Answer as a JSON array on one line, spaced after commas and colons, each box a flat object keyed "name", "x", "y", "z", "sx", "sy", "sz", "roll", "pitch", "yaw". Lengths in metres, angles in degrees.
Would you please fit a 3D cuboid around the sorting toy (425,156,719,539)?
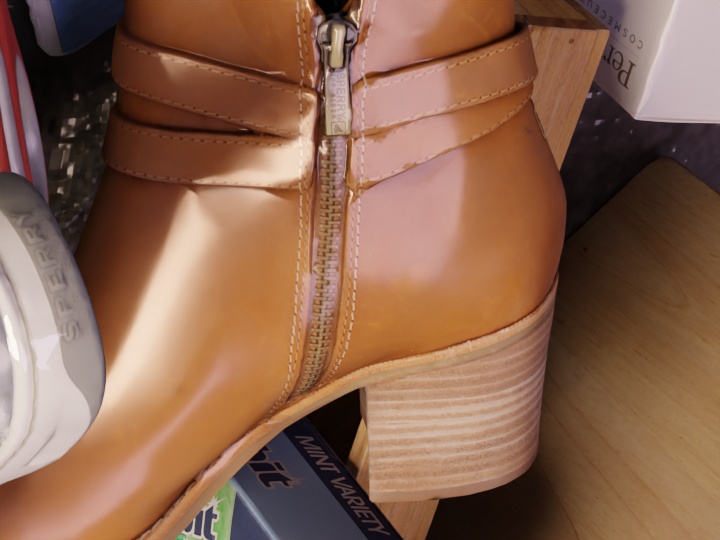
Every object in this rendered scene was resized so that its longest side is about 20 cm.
[{"name": "sorting toy", "x": 0.075, "y": 0.087, "z": 0.808, "sx": 0.199, "sy": 0.200, "sz": 0.070, "roll": -44, "pitch": 117, "yaw": 2}]

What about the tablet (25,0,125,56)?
[{"name": "tablet", "x": -0.031, "y": -0.119, "z": 0.655, "sx": 0.130, "sy": 0.014, "sz": 0.200, "roll": -36, "pitch": 168, "yaw": -10}]

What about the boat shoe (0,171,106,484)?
[{"name": "boat shoe", "x": -0.118, "y": 0.042, "z": 0.593, "sx": 0.064, "sy": 0.075, "sz": 0.202, "roll": -18, "pitch": 169, "yaw": -33}]

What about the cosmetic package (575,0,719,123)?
[{"name": "cosmetic package", "x": 0.108, "y": -0.150, "z": 0.737, "sx": 0.084, "sy": 0.108, "sz": 0.201, "roll": 0, "pitch": 119, "yaw": -32}]

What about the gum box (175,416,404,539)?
[{"name": "gum box", "x": -0.056, "y": 0.131, "z": 0.784, "sx": 0.044, "sy": 0.170, "sz": 0.201, "roll": 3, "pitch": 120, "yaw": -33}]

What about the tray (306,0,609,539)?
[{"name": "tray", "x": 0.000, "y": 0.000, "z": 0.776, "sx": 0.037, "sy": 0.099, "sz": 0.201, "roll": 2, "pitch": 120, "yaw": -34}]

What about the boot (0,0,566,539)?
[{"name": "boot", "x": -0.048, "y": -0.008, "z": 0.667, "sx": 0.198, "sy": 0.077, "sz": 0.156, "roll": -6, "pitch": 122, "yaw": -3}]

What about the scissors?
[{"name": "scissors", "x": -0.085, "y": -0.086, "z": 0.581, "sx": 0.014, "sy": 0.073, "sz": 0.202, "roll": -6, "pitch": 111, "yaw": 1}]
